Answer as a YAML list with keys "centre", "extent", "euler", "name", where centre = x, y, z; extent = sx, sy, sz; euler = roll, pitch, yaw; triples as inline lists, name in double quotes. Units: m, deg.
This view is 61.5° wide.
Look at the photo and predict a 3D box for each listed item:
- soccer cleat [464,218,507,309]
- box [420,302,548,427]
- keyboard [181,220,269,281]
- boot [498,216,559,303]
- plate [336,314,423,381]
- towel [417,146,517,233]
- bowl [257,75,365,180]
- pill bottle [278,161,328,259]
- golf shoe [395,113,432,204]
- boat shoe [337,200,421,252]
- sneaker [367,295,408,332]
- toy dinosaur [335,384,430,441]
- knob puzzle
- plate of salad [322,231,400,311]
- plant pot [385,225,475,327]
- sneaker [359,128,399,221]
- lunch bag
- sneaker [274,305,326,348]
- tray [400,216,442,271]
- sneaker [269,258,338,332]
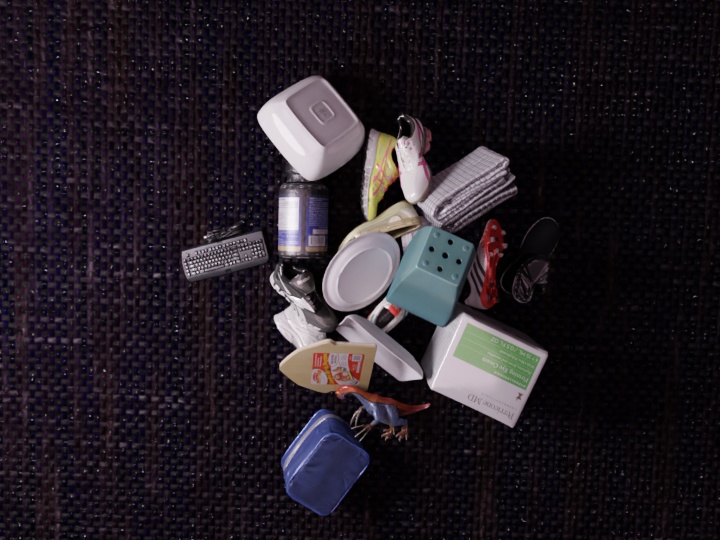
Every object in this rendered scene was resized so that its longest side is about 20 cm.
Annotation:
- centre: [0.272, -0.015, 1.343]
  extent: [0.068, 0.084, 0.205]
  euler: [16, 76, -40]
  name: "soccer cleat"
- centre: [0.254, 0.189, 1.290]
  extent: [0.195, 0.200, 0.174]
  euler: [24, 96, -2]
  name: "box"
- centre: [-0.311, -0.045, 1.359]
  extent: [0.195, 0.040, 0.107]
  euler: [-15, 95, 1]
  name: "keyboard"
- centre: [0.377, -0.025, 1.289]
  extent: [0.076, 0.168, 0.202]
  euler: [35, 93, -2]
  name: "boot"
- centre: [0.040, 0.163, 1.299]
  extent: [0.198, 0.200, 0.033]
  euler: [40, 74, -1]
  name: "plate"
- centre: [0.219, -0.169, 1.279]
  extent: [0.198, 0.166, 0.086]
  euler: [-33, 112, 2]
  name: "towel"
- centre: [-0.090, -0.312, 1.269]
  extent: [0.201, 0.075, 0.199]
  euler: [50, 55, -1]
  name: "bowl"
- centre: [-0.123, -0.129, 1.314]
  extent: [0.109, 0.112, 0.206]
  euler: [2, 94, 0]
  name: "pill bottle"
- centre: [0.102, -0.235, 1.278]
  extent: [0.072, 0.091, 0.204]
  euler: [-22, 55, 37]
  name: "golf shoe"
- centre: [0.039, -0.073, 1.325]
  extent: [0.198, 0.073, 0.064]
  euler: [-32, 65, 6]
  name: "boat shoe"
- centre: [0.091, 0.071, 1.335]
  extent: [0.070, 0.093, 0.200]
  euler: [44, 94, -3]
  name: "sneaker"
- centre: [0.032, 0.299, 1.346]
  extent: [0.200, 0.104, 0.184]
  euler: [-43, 112, -29]
  name: "toy dinosaur"
- centre: [-0.072, 0.196, 1.277]
  extent: [0.214, 0.222, 0.031]
  euler: [-3, 50, 1]
  name: "knob puzzle"
- centre: [0.000, 0.000, 1.310]
  extent: [0.197, 0.048, 0.203]
  euler: [-21, 134, -23]
  name: "plate of salad"
- centre: [0.147, 0.002, 1.202]
  extent: [0.139, 0.200, 0.144]
  euler: [24, 74, 3]
  name: "plant pot"
- centre: [0.047, -0.203, 1.326]
  extent: [0.088, 0.078, 0.205]
  euler: [7, 96, -6]
  name: "sneaker"
- centre: [-0.086, 0.426, 1.347]
  extent: [0.135, 0.132, 0.201]
  euler: [39, 93, -18]
  name: "lunch bag"
- centre: [-0.102, 0.155, 1.354]
  extent: [0.099, 0.078, 0.201]
  euler: [-39, 94, 0]
  name: "sneaker"
- centre: [0.150, -0.027, 1.326]
  extent: [0.105, 0.022, 0.205]
  euler: [-6, 75, -7]
  name: "tray"
- centre: [-0.121, 0.050, 1.310]
  extent: [0.200, 0.091, 0.066]
  euler: [44, 53, 17]
  name: "sneaker"
